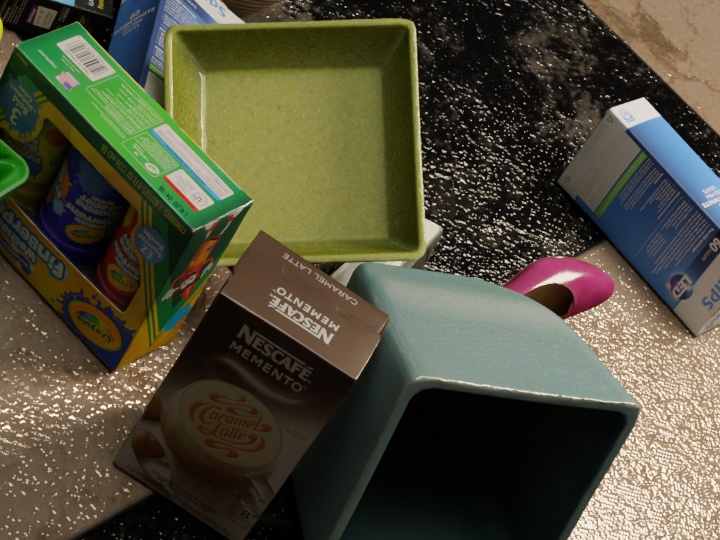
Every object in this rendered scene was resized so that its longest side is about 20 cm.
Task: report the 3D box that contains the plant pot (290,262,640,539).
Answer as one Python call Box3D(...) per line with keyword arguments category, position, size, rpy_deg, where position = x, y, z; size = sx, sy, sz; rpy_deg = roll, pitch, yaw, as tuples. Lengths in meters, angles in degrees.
Box3D(category="plant pot", position=(0.054, 0.102, 1.602), size=(0.195, 0.197, 0.200), rpy_deg=(8, 34, -28))

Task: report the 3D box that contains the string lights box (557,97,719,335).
Box3D(category="string lights box", position=(0.284, -0.050, 1.966), size=(0.059, 0.103, 0.200), rpy_deg=(-21, 64, -45))

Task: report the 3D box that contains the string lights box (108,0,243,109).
Box3D(category="string lights box", position=(-0.156, -0.158, 1.769), size=(0.103, 0.059, 0.200), rpy_deg=(42, 35, -30))

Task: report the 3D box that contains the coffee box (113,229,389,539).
Box3D(category="coffee box", position=(-0.079, 0.085, 1.509), size=(0.114, 0.200, 0.080), rpy_deg=(32, 39, -1))

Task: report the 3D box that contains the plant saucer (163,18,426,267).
Box3D(category="plant saucer", position=(-0.053, -0.094, 1.674), size=(0.199, 0.048, 0.200), rpy_deg=(-2, 73, -2))

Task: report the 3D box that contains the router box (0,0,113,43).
Box3D(category="router box", position=(-0.290, -0.291, 1.859), size=(0.149, 0.051, 0.200), rpy_deg=(15, 45, -22))

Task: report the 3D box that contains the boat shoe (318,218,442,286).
Box3D(category="boat shoe", position=(0.001, -0.002, 1.755), size=(0.065, 0.075, 0.202), rpy_deg=(34, 35, 10))

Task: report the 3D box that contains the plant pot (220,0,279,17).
Box3D(category="plant pot", position=(-0.137, -0.283, 1.902), size=(0.201, 0.093, 0.201), rpy_deg=(24, 19, -9))

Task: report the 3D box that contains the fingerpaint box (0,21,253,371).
Box3D(category="fingerpaint box", position=(-0.199, -0.054, 1.594), size=(0.200, 0.167, 0.073), rpy_deg=(46, 42, 13))

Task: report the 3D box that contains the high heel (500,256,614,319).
Box3D(category="high heel", position=(0.138, 0.045, 1.800), size=(0.200, 0.068, 0.096), rpy_deg=(-8, 43, -21))

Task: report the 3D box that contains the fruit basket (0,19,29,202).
Box3D(category="fruit basket", position=(-0.337, -0.117, 1.535), size=(0.216, 0.216, 0.155), rpy_deg=(41, 44, 8))
